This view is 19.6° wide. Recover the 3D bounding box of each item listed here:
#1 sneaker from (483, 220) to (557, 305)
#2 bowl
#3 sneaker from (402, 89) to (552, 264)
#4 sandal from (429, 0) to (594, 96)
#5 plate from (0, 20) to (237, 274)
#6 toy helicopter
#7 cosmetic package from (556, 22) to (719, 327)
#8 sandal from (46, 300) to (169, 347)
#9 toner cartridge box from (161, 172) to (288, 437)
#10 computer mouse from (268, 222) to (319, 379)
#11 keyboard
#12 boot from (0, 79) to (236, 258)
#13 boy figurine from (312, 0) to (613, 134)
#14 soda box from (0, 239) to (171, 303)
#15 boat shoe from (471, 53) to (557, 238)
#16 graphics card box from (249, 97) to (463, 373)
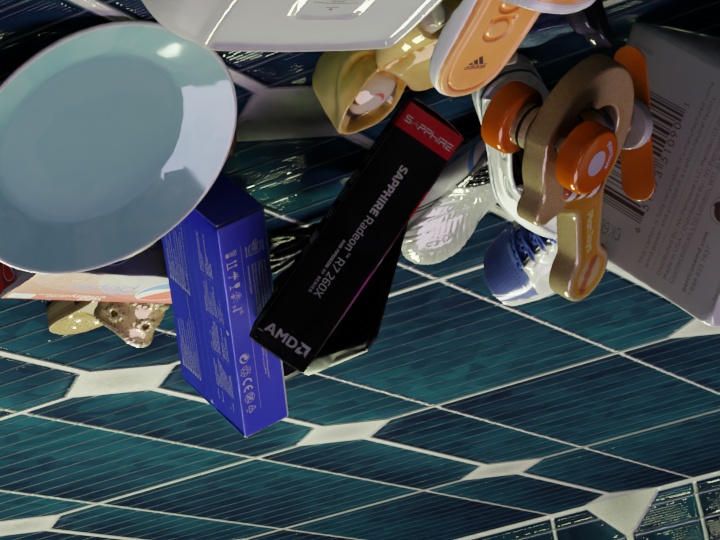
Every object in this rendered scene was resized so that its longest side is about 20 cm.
[{"bbox_3d":[0.168,-0.049,1.750,0.199,0.081,0.115,-31,152,33],"label":"sneaker"},{"bbox_3d":[-0.018,-0.182,1.172,0.200,0.075,0.200,-4,163,-27],"label":"bowl"},{"bbox_3d":[0.093,-0.082,1.612,0.072,0.073,0.200,18,135,-36],"label":"sneaker"},{"bbox_3d":[0.108,-0.165,1.232,0.079,0.059,0.207,-13,146,-34],"label":"sandal"},{"bbox_3d":[-0.174,-0.083,1.364,0.200,0.026,0.200,-21,137,-21],"label":"plate"},{"bbox_3d":[0.153,-0.062,1.403,0.132,0.079,0.200,-40,145,-30],"label":"toy helicopter"},{"bbox_3d":[0.283,-0.063,1.492,0.200,0.165,0.165,4,-157,-41],"label":"cosmetic package"},{"bbox_3d":[-0.197,0.036,1.795,0.077,0.070,0.212,3,159,-40],"label":"sandal"},{"bbox_3d":[-0.105,0.020,1.571,0.043,0.095,0.200,-25,132,-25],"label":"toner cartridge box"},{"bbox_3d":[-0.069,0.017,1.691,0.140,0.200,0.046,-21,121,34],"label":"computer mouse"},{"bbox_3d":[0.000,0.000,1.597,0.104,0.200,0.040,-18,130,36],"label":"keyboard"},{"bbox_3d":[-0.212,-0.067,1.447,0.200,0.064,0.186,0,148,-42],"label":"boot"},{"bbox_3d":[0.057,-0.147,1.356,0.200,0.065,0.124,-19,165,16],"label":"boy figurine"},{"bbox_3d":[-0.184,-0.016,1.627,0.200,0.070,0.063,4,158,-39],"label":"soda box"},{"bbox_3d":[0.128,-0.072,1.523,0.073,0.067,0.200,-28,140,7],"label":"boat shoe"},{"bbox_3d":[-0.004,-0.027,1.472,0.200,0.051,0.125,-55,-176,2],"label":"graphics card box"}]
